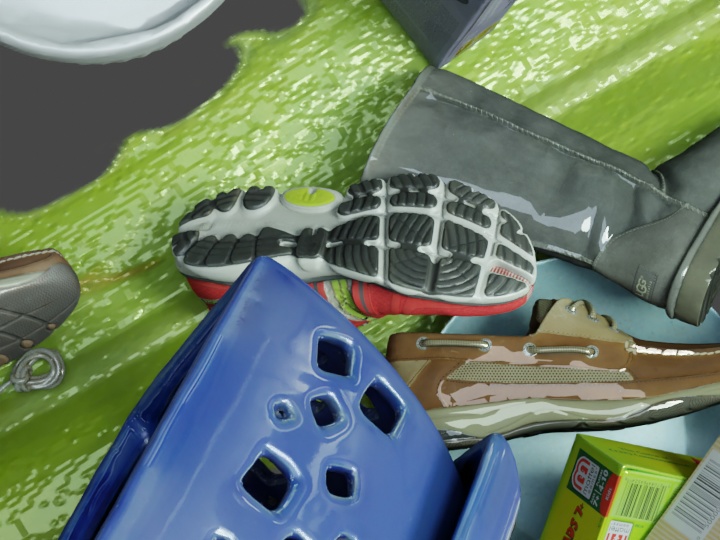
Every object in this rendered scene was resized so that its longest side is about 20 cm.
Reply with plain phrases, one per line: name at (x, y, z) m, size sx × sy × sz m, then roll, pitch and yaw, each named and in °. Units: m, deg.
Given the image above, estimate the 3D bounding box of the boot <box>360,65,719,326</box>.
boot at (0.123, -0.064, 0.900) m, size 0.200 × 0.073 × 0.182 m, roll 21°, pitch 44°, yaw 20°

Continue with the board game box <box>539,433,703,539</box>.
board game box at (0.189, 0.155, 0.844) m, size 0.200 × 0.048 × 0.102 m, roll 13°, pitch 100°, yaw -26°

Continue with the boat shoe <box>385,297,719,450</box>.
boat shoe at (0.108, 0.049, 0.846) m, size 0.200 × 0.076 × 0.074 m, roll -7°, pitch 81°, yaw -6°

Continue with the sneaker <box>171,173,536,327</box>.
sneaker at (0.000, 0.000, 0.860) m, size 0.200 × 0.085 × 0.077 m, roll 5°, pitch 52°, yaw 20°

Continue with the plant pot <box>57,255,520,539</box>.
plant pot at (-0.047, 0.147, 0.777) m, size 0.180 × 0.200 × 0.200 m, roll 31°, pitch 53°, yaw -8°

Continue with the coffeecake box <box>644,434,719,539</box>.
coffeecake box at (0.217, 0.198, 0.801) m, size 0.200 × 0.073 × 0.154 m, roll 37°, pitch 88°, yaw -28°

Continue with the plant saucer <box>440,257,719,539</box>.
plant saucer at (0.124, 0.092, 0.898) m, size 0.201 × 0.039 × 0.201 m, roll 1°, pitch 84°, yaw -6°

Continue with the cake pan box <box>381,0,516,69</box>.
cake pan box at (0.012, -0.214, 0.848) m, size 0.052 × 0.184 × 0.200 m, roll -38°, pitch 88°, yaw -12°

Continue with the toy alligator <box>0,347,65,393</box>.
toy alligator at (-0.241, 0.104, 0.851) m, size 0.200 × 0.054 × 0.059 m, roll -43°, pitch 74°, yaw -11°

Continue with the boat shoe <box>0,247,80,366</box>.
boat shoe at (-0.250, 0.023, 0.854) m, size 0.200 × 0.076 × 0.072 m, roll -18°, pitch 61°, yaw -6°

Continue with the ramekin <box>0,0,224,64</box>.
ramekin at (-0.149, -0.204, 0.877) m, size 0.202 × 0.094 × 0.203 m, roll 1°, pitch 83°, yaw -5°
